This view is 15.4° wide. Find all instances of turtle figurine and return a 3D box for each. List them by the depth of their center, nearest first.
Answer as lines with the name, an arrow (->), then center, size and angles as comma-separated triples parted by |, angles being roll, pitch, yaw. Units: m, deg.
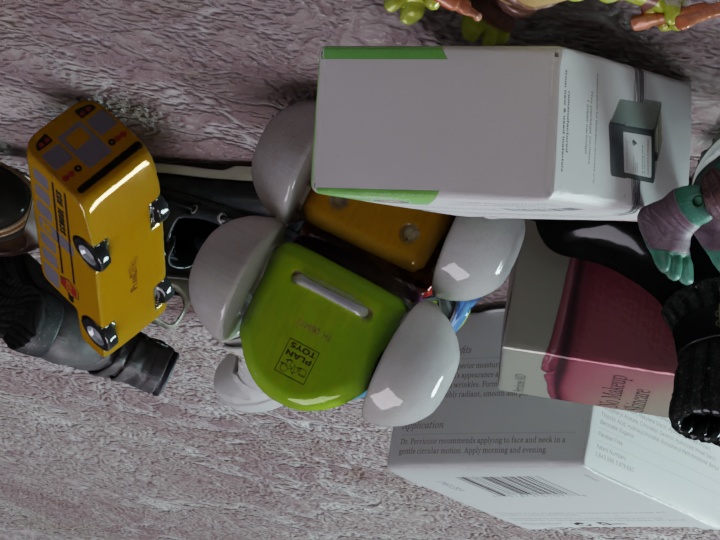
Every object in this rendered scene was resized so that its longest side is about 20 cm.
turtle figurine -> 0.074, -0.151, 1.346 | 0.199, 0.065, 0.161 | 1, 180, -27
turtle figurine -> 0.251, -0.064, 1.447 | 0.200, 0.101, 0.149 | -34, 148, 32

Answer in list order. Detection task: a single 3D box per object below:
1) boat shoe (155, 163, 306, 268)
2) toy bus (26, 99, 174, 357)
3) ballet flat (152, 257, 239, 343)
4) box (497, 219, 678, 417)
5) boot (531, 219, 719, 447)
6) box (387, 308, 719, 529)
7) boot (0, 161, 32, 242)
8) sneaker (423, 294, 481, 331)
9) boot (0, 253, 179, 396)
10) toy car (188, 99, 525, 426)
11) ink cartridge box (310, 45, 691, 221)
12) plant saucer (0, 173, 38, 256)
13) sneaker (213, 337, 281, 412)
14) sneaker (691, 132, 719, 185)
boat shoe -> -0.116, -0.034, 1.869 | 0.198, 0.066, 0.074 | 3, 164, 25
toy bus -> -0.178, -0.024, 1.821 | 0.078, 0.065, 0.200 | 41, 156, 20
ballet flat -> -0.122, 0.017, 2.043 | 0.199, 0.069, 0.068 | 11, 163, -3
box -> 0.198, 0.033, 1.825 | 0.199, 0.110, 0.128 | 9, 164, 5
boot -> 0.202, 0.027, 1.710 | 0.210, 0.159, 0.079 | 9, 164, 5
box -> 0.161, 0.119, 2.103 | 0.198, 0.131, 0.200 | -4, 159, 41
boot -> -0.326, -0.080, 1.842 | 0.199, 0.078, 0.138 | 10, 159, -3
sneaker -> 0.049, -0.003, 1.894 | 0.082, 0.071, 0.200 | 25, 162, 0
boot -> -0.221, 0.046, 2.082 | 0.131, 0.070, 0.200 | 22, -170, -24
toy car -> 0.000, 0.000, 1.691 | 0.174, 0.201, 0.150 | 27, 173, 10
ink cartridge box -> 0.083, -0.074, 1.488 | 0.145, 0.085, 0.200 | 2, 179, 27
plant saucer -> -0.318, -0.049, 2.012 | 0.199, 0.032, 0.200 | 10, 165, 3
sneaker -> -0.084, 0.056, 2.166 | 0.115, 0.074, 0.200 | 24, 151, -32
sneaker -> 0.271, -0.047, 1.562 | 0.074, 0.080, 0.200 | 21, 163, -38
